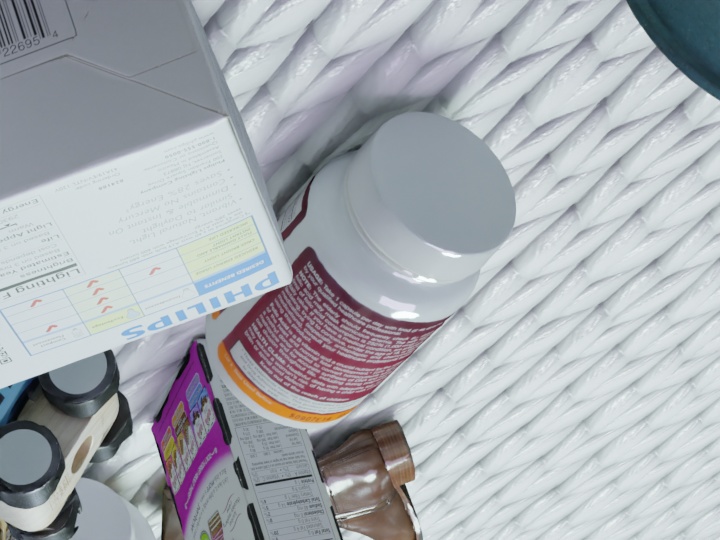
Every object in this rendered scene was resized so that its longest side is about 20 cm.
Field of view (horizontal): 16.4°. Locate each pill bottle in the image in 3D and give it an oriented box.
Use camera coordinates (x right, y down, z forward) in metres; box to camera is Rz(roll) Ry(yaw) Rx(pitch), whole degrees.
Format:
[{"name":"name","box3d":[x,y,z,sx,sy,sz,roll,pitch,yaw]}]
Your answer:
[{"name":"pill bottle","box3d":[0.000,0.000,1.468,0.114,0.115,0.200,-1,151,-34]},{"name":"pill bottle","box3d":[-0.196,0.221,1.795,0.111,0.112,0.200,-15,156,-8]}]

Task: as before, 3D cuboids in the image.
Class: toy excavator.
[{"name":"toy excavator","box3d":[-0.264,0.100,1.515,0.195,0.199,0.100,-59,165,-21]}]

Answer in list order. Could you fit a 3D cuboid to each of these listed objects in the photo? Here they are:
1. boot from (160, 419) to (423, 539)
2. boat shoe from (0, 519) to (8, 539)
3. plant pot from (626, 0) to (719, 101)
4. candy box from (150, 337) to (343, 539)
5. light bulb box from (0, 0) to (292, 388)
[{"name":"boot","box3d":[-0.056,0.194,1.897,0.199,0.064,0.187,-19,143,-8]},{"name":"boat shoe","box3d":[-0.274,0.175,1.694,0.074,0.067,0.200,-15,156,-8]},{"name":"plant pot","box3d":[0.244,-0.195,1.160,0.199,0.201,0.196,-7,146,-25]},{"name":"candy box","box3d":[-0.071,0.158,1.644,0.061,0.201,0.136,-8,154,-23]},{"name":"light bulb box","box3d":[-0.154,-0.050,1.234,0.198,0.125,0.200,-20,157,-1]}]
